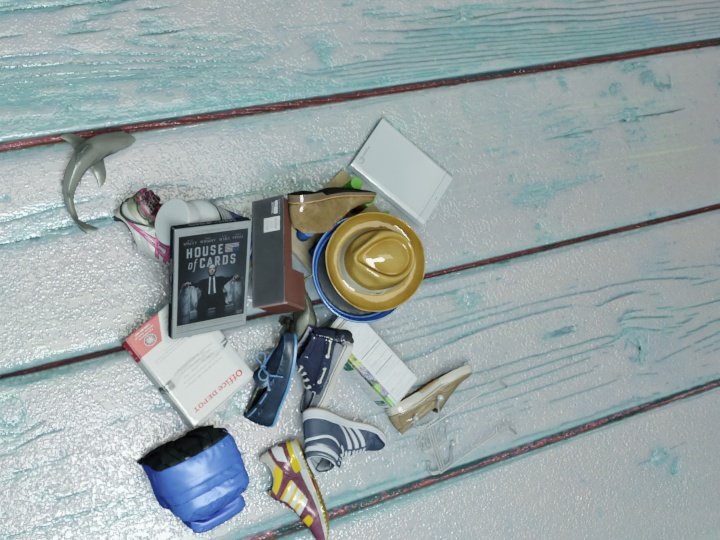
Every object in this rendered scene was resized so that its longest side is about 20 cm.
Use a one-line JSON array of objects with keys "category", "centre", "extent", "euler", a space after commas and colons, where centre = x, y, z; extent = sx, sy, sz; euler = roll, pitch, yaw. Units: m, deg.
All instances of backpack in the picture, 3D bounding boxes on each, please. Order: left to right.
[{"category": "backpack", "centre": [-0.270, 0.359, 1.573], "extent": [0.161, 0.200, 0.170], "euler": [-30, 92, -23]}]

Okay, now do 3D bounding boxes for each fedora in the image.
[{"category": "fedora", "centre": [0.036, -0.021, 1.686], "extent": [0.197, 0.082, 0.204], "euler": [2, 82, -15]}]

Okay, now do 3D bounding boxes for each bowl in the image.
[{"category": "bowl", "centre": [0.000, 0.000, 1.737], "extent": [0.197, 0.039, 0.204], "euler": [2, 82, -16]}]

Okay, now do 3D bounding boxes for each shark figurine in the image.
[{"category": "shark figurine", "centre": [-0.501, -0.179, 1.642], "extent": [0.127, 0.089, 0.218], "euler": [23, 71, -14]}]

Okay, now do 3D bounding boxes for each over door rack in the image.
[{"category": "over door rack", "centre": [0.205, 0.303, 1.795], "extent": [0.197, 0.067, 0.149], "euler": [-23, 127, -6]}]

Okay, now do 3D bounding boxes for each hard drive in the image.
[{"category": "hard drive", "centre": [0.086, -0.205, 1.904], "extent": [0.199, 0.027, 0.133], "euler": [38, 69, -11]}]

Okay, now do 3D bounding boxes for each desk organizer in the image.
[{"category": "desk organizer", "centre": [-0.150, -0.026, 1.669], "extent": [0.077, 0.071, 0.204], "euler": [25, 59, -59]}]

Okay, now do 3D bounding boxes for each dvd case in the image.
[{"category": "dvd case", "centre": [-0.263, 0.012, 1.586], "extent": [0.148, 0.025, 0.203], "euler": [-10, 117, -35]}]

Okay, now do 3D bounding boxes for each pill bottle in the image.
[{"category": "pill bottle", "centre": [-0.273, -0.063, 1.644], "extent": [0.199, 0.109, 0.113], "euler": [23, 68, -56]}]

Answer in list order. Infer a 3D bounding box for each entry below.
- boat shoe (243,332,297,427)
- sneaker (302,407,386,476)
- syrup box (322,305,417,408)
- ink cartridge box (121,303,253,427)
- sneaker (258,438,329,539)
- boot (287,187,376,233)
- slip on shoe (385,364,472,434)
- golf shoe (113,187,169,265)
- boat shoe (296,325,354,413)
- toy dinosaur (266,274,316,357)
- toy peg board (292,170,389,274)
[{"category": "boat shoe", "centre": [-0.166, 0.203, 1.663], "extent": [0.068, 0.084, 0.203], "euler": [13, 110, -13]}, {"category": "sneaker", "centre": [-0.030, 0.337, 1.707], "extent": [0.198, 0.070, 0.110], "euler": [26, 48, -35]}, {"category": "syrup box", "centre": [0.010, 0.170, 1.780], "extent": [0.200, 0.079, 0.082], "euler": [47, 69, -8]}, {"category": "ink cartridge box", "centre": [-0.314, 0.162, 1.653], "extent": [0.146, 0.083, 0.201], "euler": [-40, 96, -23]}, {"category": "sneaker", "centre": [-0.122, 0.419, 1.697], "extent": [0.089, 0.075, 0.203], "euler": [-20, 91, -2]}, {"category": "boot", "centre": [-0.052, -0.116, 1.706], "extent": [0.198, 0.073, 0.077], "euler": [-12, 104, -38]}, {"category": "slip on shoe", "centre": [0.145, 0.255, 1.818], "extent": [0.198, 0.076, 0.061], "euler": [-28, 85, -20]}, {"category": "golf shoe", "centre": [-0.370, -0.053, 1.688], "extent": [0.091, 0.073, 0.201], "euler": [-31, 106, 17]}, {"category": "boat shoe", "centre": [-0.092, 0.188, 1.699], "extent": [0.091, 0.075, 0.202], "euler": [15, 111, -25]}, {"category": "toy dinosaur", "centre": [-0.110, 0.101, 1.717], "extent": [0.076, 0.201, 0.103], "euler": [19, 30, -26]}, {"category": "toy peg board", "centre": [-0.023, -0.071, 1.801], "extent": [0.200, 0.098, 0.199], "euler": [47, 68, -7]}]
